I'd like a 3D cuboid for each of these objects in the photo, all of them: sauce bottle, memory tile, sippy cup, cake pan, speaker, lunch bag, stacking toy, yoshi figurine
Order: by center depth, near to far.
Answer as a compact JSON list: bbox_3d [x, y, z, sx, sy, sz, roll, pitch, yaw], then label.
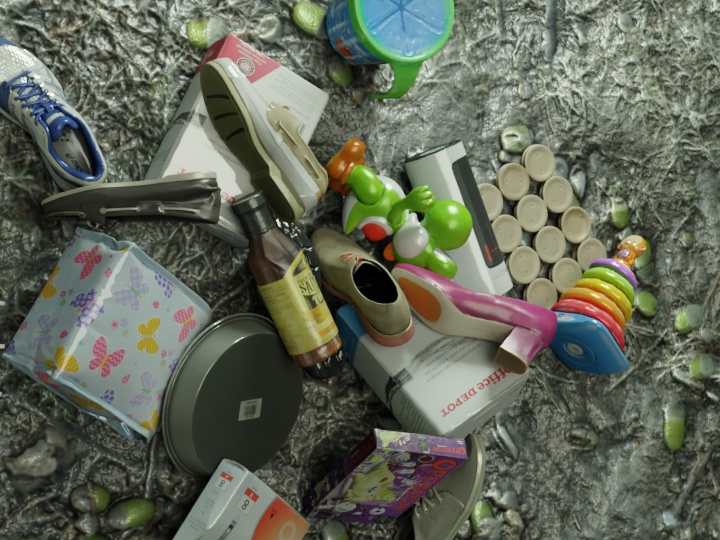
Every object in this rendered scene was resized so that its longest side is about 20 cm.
[{"bbox_3d":[-0.263,0.078,1.404,0.200,0.126,0.171,42,69,-46],"label":"lunch bag"},{"bbox_3d":[-0.086,0.009,1.442,0.066,0.066,0.201,-30,105,-23],"label":"sauce bottle"},{"bbox_3d":[-0.138,0.150,1.465,0.199,0.037,0.202,-21,119,-43],"label":"cake pan"},{"bbox_3d":[0.057,-0.079,1.543,0.200,0.112,0.112,44,41,8],"label":"yoshi figurine"},{"bbox_3d":[0.025,-0.307,1.553,0.139,0.130,0.179,33,75,-22],"label":"sippy cup"},{"bbox_3d":[0.124,-0.057,1.623,0.081,0.081,0.202,-24,98,-24],"label":"speaker"},{"bbox_3d":[0.327,0.028,1.702,0.110,0.116,0.201,51,61,-33],"label":"stacking toy"},{"bbox_3d":[0.238,-0.055,1.713,0.153,0.017,0.201,-37,103,-22],"label":"memory tile"}]

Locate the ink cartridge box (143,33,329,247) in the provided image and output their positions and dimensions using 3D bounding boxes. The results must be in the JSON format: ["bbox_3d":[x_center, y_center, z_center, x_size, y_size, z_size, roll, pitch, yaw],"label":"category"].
[{"bbox_3d":[-0.147,-0.146,1.491,0.145,0.085,0.201,29,75,-22],"label":"ink cartridge box"}]

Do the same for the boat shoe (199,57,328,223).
[{"bbox_3d":[-0.107,-0.154,1.429,0.068,0.074,0.201,-40,113,-27],"label":"boat shoe"}]

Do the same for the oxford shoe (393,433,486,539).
[{"bbox_3d":[0.096,0.283,1.566,0.057,0.075,0.201,17,117,-18],"label":"oxford shoe"}]

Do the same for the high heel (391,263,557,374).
[{"bbox_3d":[0.135,0.034,1.508,0.199,0.068,0.096,30,51,13],"label":"high heel"}]

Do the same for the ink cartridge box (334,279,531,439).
[{"bbox_3d":[0.083,0.102,1.545,0.145,0.084,0.200,-32,69,-24],"label":"ink cartridge box"}]

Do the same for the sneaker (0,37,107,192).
[{"bbox_3d":[-0.338,-0.173,1.396,0.075,0.088,0.200,-43,105,-19],"label":"sneaker"}]

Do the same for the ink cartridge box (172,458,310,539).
[{"bbox_3d":[-0.155,0.335,1.451,0.201,0.050,0.162,-61,143,-18],"label":"ink cartridge box"}]

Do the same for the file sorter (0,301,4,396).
[{"bbox_3d":[-0.441,0.121,1.317,0.138,0.124,0.202,4,86,-26],"label":"file sorter"}]

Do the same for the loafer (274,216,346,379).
[{"bbox_3d":[-0.077,0.035,1.526,0.068,0.070,0.202,-22,96,-29],"label":"loafer"}]

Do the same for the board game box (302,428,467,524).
[{"bbox_3d":[0.025,0.245,1.507,0.119,0.200,0.033,6,55,-27],"label":"board game box"}]

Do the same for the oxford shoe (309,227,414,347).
[{"bbox_3d":[0.000,0.000,1.503,0.070,0.200,0.075,-29,140,-20],"label":"oxford shoe"}]

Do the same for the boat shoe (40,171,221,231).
[{"bbox_3d":[-0.247,-0.066,1.383,0.198,0.067,0.058,-8,86,6],"label":"boat shoe"}]
